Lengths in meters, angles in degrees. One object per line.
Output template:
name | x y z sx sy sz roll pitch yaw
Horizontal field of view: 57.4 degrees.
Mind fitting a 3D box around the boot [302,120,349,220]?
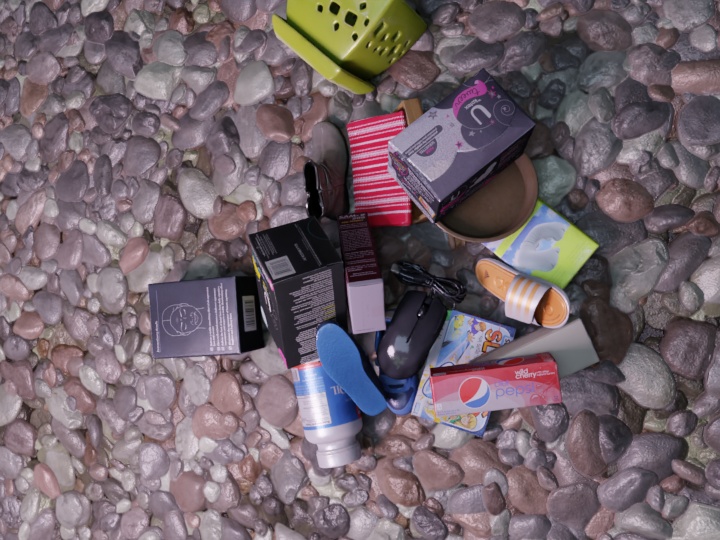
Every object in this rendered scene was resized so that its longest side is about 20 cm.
boot | -0.068 -0.190 1.215 0.067 0.131 0.202 -9 87 17

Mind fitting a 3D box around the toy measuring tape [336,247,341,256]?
toy measuring tape | -0.113 -0.006 1.261 0.199 0.073 0.074 -23 83 17

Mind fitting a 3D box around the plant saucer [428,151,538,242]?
plant saucer | 0.197 -0.140 1.103 0.198 0.029 0.202 0 75 1

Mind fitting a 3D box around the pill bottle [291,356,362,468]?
pill bottle | -0.057 0.253 1.218 0.111 0.112 0.202 -14 86 18

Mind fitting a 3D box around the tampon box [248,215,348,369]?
tampon box | -0.107 0.038 1.154 0.125 0.201 0.150 -17 42 -17

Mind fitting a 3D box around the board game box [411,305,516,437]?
board game box | 0.181 0.177 1.166 0.134 0.034 0.202 16 95 5

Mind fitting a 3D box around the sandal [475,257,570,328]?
sandal | 0.254 0.043 1.099 0.206 0.059 0.080 30 128 47

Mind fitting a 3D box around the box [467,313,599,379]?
box | 0.286 0.152 1.103 0.199 0.068 0.083 -25 92 5

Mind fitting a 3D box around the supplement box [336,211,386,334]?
supplement box | 0.000 0.000 1.144 0.060 0.201 0.110 -8 131 -3

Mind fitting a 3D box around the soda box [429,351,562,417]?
soda box | 0.211 0.182 1.044 0.198 0.063 0.071 -9 94 5

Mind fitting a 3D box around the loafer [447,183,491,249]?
loafer | 0.196 -0.133 1.151 0.067 0.076 0.202 12 88 11

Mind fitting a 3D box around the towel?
towel | 0.033 -0.178 1.192 0.144 0.022 0.202 3 100 46

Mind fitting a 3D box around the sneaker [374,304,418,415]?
sneaker | 0.060 0.166 1.195 0.073 0.082 0.202 -6 90 17

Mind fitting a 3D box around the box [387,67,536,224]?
box | 0.155 -0.197 1.046 0.199 0.115 0.132 -38 78 -8

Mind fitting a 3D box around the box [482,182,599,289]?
box | 0.294 -0.059 1.137 0.200 0.048 0.122 40 104 14

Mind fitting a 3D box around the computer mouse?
computer mouse | 0.088 0.092 1.125 0.137 0.053 0.202 22 89 5

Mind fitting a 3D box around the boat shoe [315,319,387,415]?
boat shoe | -0.022 0.166 1.149 0.084 0.069 0.201 -22 113 7

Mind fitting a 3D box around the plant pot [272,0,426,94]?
plant pot | -0.028 -0.440 1.175 0.200 0.199 0.182 43 108 14

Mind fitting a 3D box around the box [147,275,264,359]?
box | -0.305 0.092 1.305 0.198 0.107 0.150 -5 89 18

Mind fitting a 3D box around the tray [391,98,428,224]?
tray | 0.100 -0.192 1.177 0.037 0.099 0.202 -13 85 -18
